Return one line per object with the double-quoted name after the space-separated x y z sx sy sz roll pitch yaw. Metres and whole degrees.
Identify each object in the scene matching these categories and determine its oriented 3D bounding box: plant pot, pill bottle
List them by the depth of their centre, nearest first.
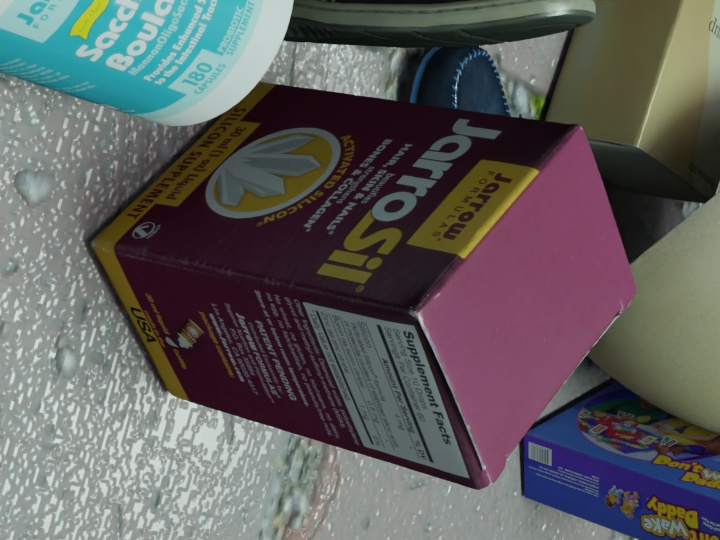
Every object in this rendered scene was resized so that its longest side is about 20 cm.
-0.126 -0.130 0.746 0.200 0.111 0.111 14 88 -49 "pill bottle"
0.235 0.022 1.099 0.200 0.200 0.135 -34 82 -39 "plant pot"

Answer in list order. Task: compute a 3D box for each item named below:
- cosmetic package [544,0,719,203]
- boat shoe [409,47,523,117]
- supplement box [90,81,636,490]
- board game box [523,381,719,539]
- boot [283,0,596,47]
0.189 -0.151 1.132 0.105 0.071 0.201 26 79 -49 "cosmetic package"
0.082 -0.032 1.040 0.084 0.069 0.200 -41 127 -35 "boat shoe"
0.000 0.000 0.854 0.131 0.200 0.103 -48 131 -32 "supplement box"
0.216 0.120 1.129 0.134 0.200 0.045 -23 120 -43 "board game box"
0.007 -0.176 0.825 0.073 0.203 0.154 -3 97 -61 "boot"
